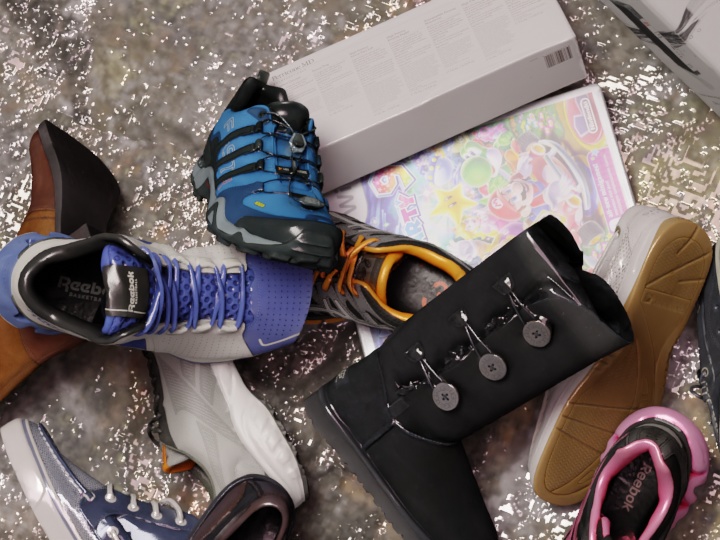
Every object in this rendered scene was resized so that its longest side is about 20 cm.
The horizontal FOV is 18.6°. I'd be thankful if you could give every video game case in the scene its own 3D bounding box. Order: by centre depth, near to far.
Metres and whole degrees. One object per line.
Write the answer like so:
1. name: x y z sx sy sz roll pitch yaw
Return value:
1. video game case: 0.083 -0.030 1.463 0.200 0.018 0.144 -16 74 6

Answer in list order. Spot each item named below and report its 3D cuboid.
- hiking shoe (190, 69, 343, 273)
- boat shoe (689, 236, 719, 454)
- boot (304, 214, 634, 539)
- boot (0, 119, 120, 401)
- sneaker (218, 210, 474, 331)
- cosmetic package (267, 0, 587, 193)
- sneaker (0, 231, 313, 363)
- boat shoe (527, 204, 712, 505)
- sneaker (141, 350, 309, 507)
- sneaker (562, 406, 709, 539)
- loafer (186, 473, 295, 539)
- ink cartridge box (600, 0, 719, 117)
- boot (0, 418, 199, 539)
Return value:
1. hiking shoe: -0.058 -0.063 1.369 0.074 0.200 0.087 12 106 -25
2. boat shoe: 0.249 0.069 1.385 0.074 0.062 0.201 1 74 -17
3. boot: 0.089 0.082 1.351 0.200 0.066 0.165 -39 102 22
4. boot: -0.244 0.013 1.488 0.200 0.068 0.188 -40 51 18
5. sneaker: 0.000 0.000 1.421 0.200 0.077 0.078 13 80 15
6. cosmetic package: 0.043 -0.129 1.469 0.200 0.051 0.083 -23 55 3
7. sneaker: -0.124 0.019 1.339 0.199 0.115 0.081 4 92 -13
8. boat shoe: 0.156 0.053 1.408 0.069 0.071 0.200 34 99 55
9. sneaker: -0.112 0.080 1.434 0.079 0.074 0.200 -30 73 -10
10. sneaker: 0.151 0.181 1.348 0.079 0.095 0.200 19 96 11
11. loafer: -0.104 0.217 1.359 0.072 0.063 0.200 31 85 -9
12. ink cartridge box: 0.241 -0.194 1.394 0.200 0.084 0.144 41 84 -19
13. boot: -0.152 0.168 1.432 0.090 0.073 0.200 -31 82 -4
